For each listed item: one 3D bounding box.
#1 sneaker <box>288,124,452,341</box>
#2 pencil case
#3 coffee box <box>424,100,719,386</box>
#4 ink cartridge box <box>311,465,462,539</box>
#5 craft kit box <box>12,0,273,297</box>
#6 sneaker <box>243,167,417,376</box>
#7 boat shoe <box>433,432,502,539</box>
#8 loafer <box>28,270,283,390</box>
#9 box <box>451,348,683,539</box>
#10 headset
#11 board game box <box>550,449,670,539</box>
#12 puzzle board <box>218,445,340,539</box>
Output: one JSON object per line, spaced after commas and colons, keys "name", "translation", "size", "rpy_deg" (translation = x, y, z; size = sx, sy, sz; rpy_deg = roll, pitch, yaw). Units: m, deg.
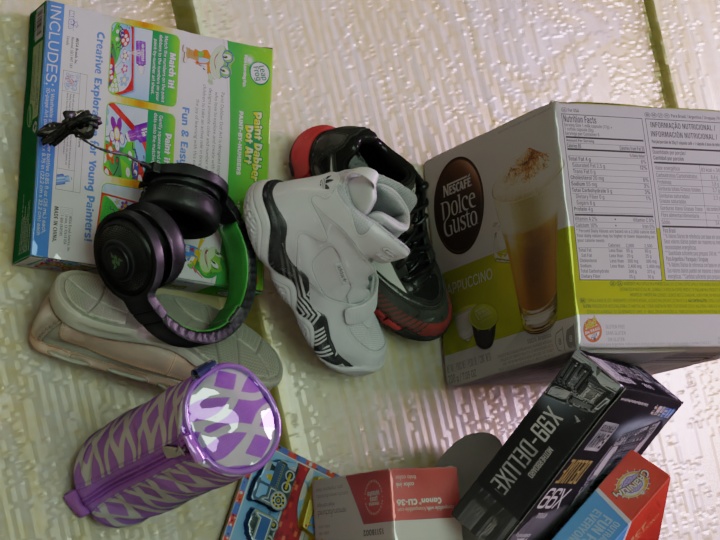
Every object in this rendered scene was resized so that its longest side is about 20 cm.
{"name": "sneaker", "translation": [0.022, -0.032, 1.638], "size": [0.071, 0.098, 0.201], "rpy_deg": [-36, 100, -33]}
{"name": "pencil case", "translation": [-0.134, 0.129, 1.454], "size": [0.084, 0.200, 0.085], "rpy_deg": [51, 54, -5]}
{"name": "coffee box", "translation": [0.191, -0.018, 1.676], "size": [0.198, 0.199, 0.200], "rpy_deg": [0, 79, -30]}
{"name": "ink cartridge box", "translation": [0.024, 0.255, 1.552], "size": [0.067, 0.116, 0.202], "rpy_deg": [1, 79, -32]}
{"name": "craft kit box", "translation": [-0.164, -0.090, 1.571], "size": [0.196, 0.048, 0.202], "rpy_deg": [9, 76, -27]}
{"name": "sneaker", "translation": [0.000, 0.000, 1.576], "size": [0.201, 0.114, 0.075], "rpy_deg": [58, 28, -35]}
{"name": "boat shoe", "translation": [0.083, 0.230, 1.647], "size": [0.064, 0.070, 0.201], "rpy_deg": [53, 44, -49]}
{"name": "loafer", "translation": [-0.155, 0.057, 1.544], "size": [0.199, 0.063, 0.072], "rpy_deg": [22, 37, -29]}
{"name": "box", "translation": [0.163, 0.142, 1.577], "size": [0.050, 0.200, 0.158], "rpy_deg": [40, 98, 21]}
{"name": "headset", "translation": [-0.157, -0.033, 1.506], "size": [0.201, 0.093, 0.124], "rpy_deg": [57, 45, -23]}
{"name": "board game box", "translation": [0.179, 0.258, 1.628], "size": [0.040, 0.201, 0.153], "rpy_deg": [32, 57, 25]}
{"name": "puzzle board", "translation": [-0.049, 0.250, 1.586], "size": [0.150, 0.017, 0.201], "rpy_deg": [28, 68, -23]}
